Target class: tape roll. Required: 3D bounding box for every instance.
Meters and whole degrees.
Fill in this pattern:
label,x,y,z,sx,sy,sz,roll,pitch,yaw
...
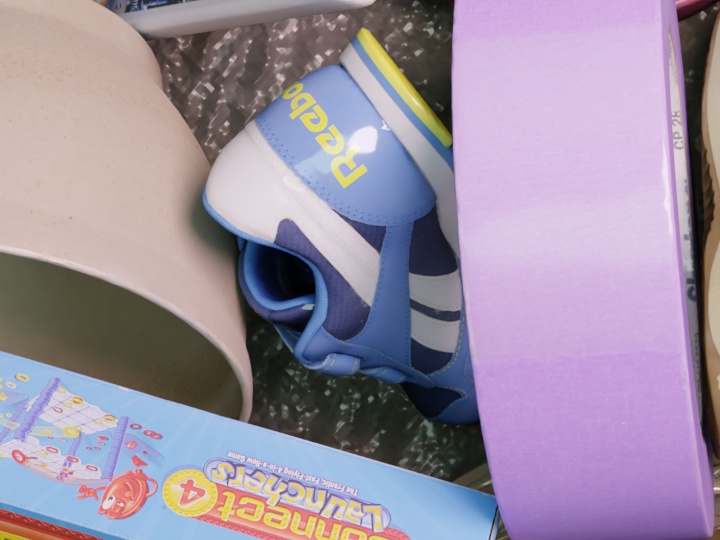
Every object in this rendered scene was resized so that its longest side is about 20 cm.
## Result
label,x,y,z,sx,sy,sz,roll,pitch,yaw
tape roll,0.077,-0.010,0.760,0.066,0.200,0.200,-4,87,11

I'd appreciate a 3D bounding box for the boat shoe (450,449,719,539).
label,x,y,z,sx,sy,sz,roll,pitch,yaw
boat shoe,0.090,0.099,0.832,0.200,0.065,0.071,-26,124,-1

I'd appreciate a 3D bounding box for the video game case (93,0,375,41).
label,x,y,z,sx,sy,sz,roll,pitch,yaw
video game case,-0.056,-0.175,0.813,0.023,0.200,0.182,5,87,-37

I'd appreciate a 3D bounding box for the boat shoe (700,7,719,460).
label,x,y,z,sx,sy,sz,roll,pitch,yaw
boat shoe,0.152,-0.020,0.805,0.063,0.073,0.201,-3,45,12

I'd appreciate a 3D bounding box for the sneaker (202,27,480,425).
label,x,y,z,sx,sy,sz,roll,pitch,yaw
sneaker,0.000,0.000,0.796,0.082,0.200,0.074,-35,55,-8

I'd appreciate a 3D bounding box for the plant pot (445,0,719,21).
label,x,y,z,sx,sy,sz,roll,pitch,yaw
plant pot,0.084,-0.191,0.802,0.200,0.179,0.200,0,87,1

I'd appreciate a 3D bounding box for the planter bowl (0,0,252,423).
label,x,y,z,sx,sy,sz,roll,pitch,yaw
planter bowl,-0.133,-0.019,0.809,0.200,0.200,0.135,2,62,2

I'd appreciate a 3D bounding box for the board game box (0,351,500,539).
label,x,y,z,sx,sy,sz,roll,pitch,yaw
board game box,-0.069,0.125,0.790,0.200,0.196,0.056,16,50,3
